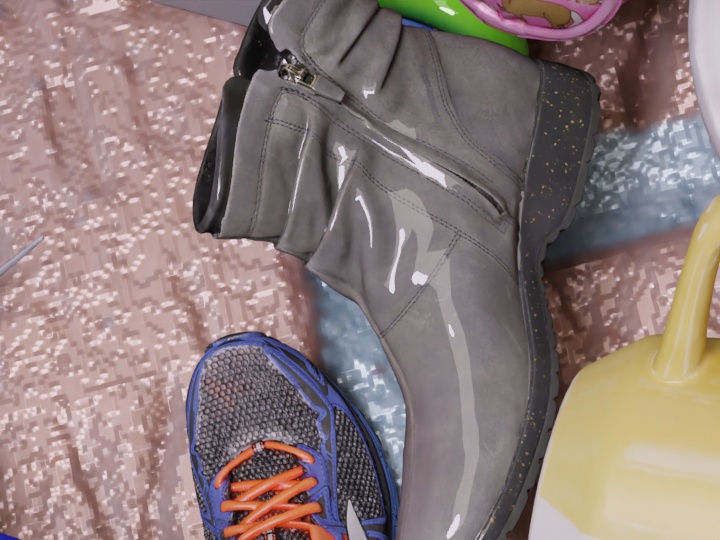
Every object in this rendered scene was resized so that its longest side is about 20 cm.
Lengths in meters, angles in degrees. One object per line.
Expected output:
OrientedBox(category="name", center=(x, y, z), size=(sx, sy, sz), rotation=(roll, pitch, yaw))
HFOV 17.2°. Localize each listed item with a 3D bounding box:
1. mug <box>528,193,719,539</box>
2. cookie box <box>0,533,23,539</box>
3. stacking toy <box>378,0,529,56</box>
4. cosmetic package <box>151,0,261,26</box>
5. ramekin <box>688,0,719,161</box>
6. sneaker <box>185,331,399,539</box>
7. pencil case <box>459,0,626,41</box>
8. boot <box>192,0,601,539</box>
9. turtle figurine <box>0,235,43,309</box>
OrientedBox(category="mug", center=(0.142, 0.069, 0.780), size=(0.153, 0.149, 0.187), rotation=(11, 90, 15))
OrientedBox(category="cookie box", center=(-0.069, 0.184, 0.739), size=(0.200, 0.075, 0.171), rotation=(21, 122, -20))
OrientedBox(category="stacking toy", center=(0.036, -0.092, 0.892), size=(0.085, 0.085, 0.200), rotation=(25, 76, 17))
OrientedBox(category="cosmetic package", center=(-0.082, -0.163, 0.931), size=(0.200, 0.071, 0.102), rotation=(16, 80, 15))
OrientedBox(category="ramekin", center=(0.217, -0.076, 0.831), size=(0.202, 0.094, 0.203), rotation=(-3, 76, 12))
OrientedBox(category="sneaker", center=(-0.019, 0.113, 0.846), size=(0.075, 0.078, 0.200), rotation=(-19, 73, 7))
OrientedBox(category="pencil case", center=(0.102, -0.165, 0.842), size=(0.200, 0.086, 0.083), rotation=(-48, 112, -35))
OrientedBox(category="boot", center=(0.000, 0.000, 0.796), size=(0.131, 0.068, 0.200), rotation=(17, 70, -19))
OrientedBox(category="turtle figurine", center=(-0.232, -0.026, 0.922), size=(0.200, 0.101, 0.150), rotation=(-20, 73, 13))
